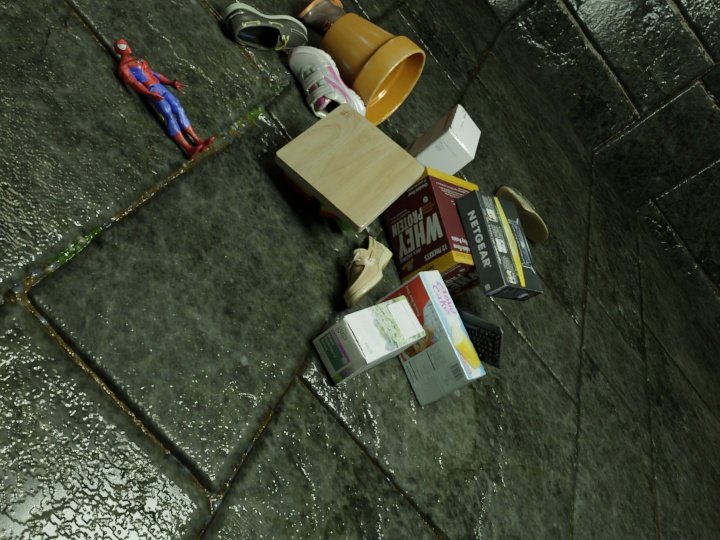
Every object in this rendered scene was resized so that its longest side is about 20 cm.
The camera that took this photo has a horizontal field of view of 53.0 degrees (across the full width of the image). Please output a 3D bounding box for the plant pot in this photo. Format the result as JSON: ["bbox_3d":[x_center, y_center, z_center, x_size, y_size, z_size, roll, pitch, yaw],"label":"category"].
[{"bbox_3d":[0.011,-0.452,1.577,0.183,0.201,0.199,43,30,11],"label":"plant pot"}]

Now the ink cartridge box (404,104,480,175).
[{"bbox_3d":[0.155,-0.243,1.555,0.084,0.199,0.146,44,34,-15],"label":"ink cartridge box"}]

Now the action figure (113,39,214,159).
[{"bbox_3d":[-0.304,-0.267,1.100,0.201,0.051,0.066,48,36,-9],"label":"action figure"}]

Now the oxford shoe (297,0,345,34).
[{"bbox_3d":[-0.078,-0.583,1.668,0.074,0.071,0.200,59,31,-4],"label":"oxford shoe"}]

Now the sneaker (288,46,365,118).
[{"bbox_3d":[-0.075,-0.368,1.467,0.200,0.081,0.089,45,37,-8],"label":"sneaker"}]

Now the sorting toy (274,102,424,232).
[{"bbox_3d":[-0.022,-0.171,1.280,0.198,0.070,0.200,40,54,10],"label":"sorting toy"}]

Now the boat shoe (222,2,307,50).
[{"bbox_3d":[-0.179,-0.464,1.424,0.198,0.072,0.062,-1,59,-45],"label":"boat shoe"}]

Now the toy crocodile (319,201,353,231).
[{"bbox_3d":[-0.041,-0.156,1.341,0.067,0.061,0.204,19,47,-44],"label":"toy crocodile"}]

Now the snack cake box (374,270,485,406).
[{"bbox_3d":[0.120,0.117,1.265,0.066,0.114,0.204,-4,66,-52],"label":"snack cake box"}]

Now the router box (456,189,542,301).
[{"bbox_3d":[0.275,-0.047,1.426,0.155,0.052,0.205,10,60,-49],"label":"router box"}]

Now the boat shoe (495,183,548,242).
[{"bbox_3d":[0.457,-0.165,2.017,0.200,0.073,0.065,48,38,-14],"label":"boat shoe"}]

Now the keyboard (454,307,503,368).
[{"bbox_3d":[0.174,0.131,1.289,0.020,0.198,0.130,-18,116,-35],"label":"keyboard"}]

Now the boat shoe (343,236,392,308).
[{"bbox_3d":[0.000,0.000,1.259,0.064,0.071,0.200,44,25,-6],"label":"boat shoe"}]

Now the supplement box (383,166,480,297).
[{"bbox_3d":[0.165,-0.072,1.464,0.195,0.131,0.204,9,59,-49],"label":"supplement box"}]

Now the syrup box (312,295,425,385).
[{"bbox_3d":[0.018,0.109,1.165,0.198,0.081,0.080,-16,72,-57],"label":"syrup box"}]
